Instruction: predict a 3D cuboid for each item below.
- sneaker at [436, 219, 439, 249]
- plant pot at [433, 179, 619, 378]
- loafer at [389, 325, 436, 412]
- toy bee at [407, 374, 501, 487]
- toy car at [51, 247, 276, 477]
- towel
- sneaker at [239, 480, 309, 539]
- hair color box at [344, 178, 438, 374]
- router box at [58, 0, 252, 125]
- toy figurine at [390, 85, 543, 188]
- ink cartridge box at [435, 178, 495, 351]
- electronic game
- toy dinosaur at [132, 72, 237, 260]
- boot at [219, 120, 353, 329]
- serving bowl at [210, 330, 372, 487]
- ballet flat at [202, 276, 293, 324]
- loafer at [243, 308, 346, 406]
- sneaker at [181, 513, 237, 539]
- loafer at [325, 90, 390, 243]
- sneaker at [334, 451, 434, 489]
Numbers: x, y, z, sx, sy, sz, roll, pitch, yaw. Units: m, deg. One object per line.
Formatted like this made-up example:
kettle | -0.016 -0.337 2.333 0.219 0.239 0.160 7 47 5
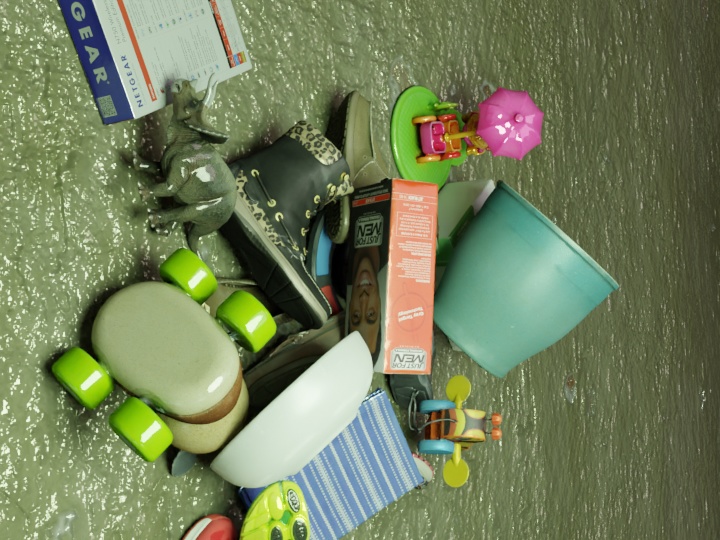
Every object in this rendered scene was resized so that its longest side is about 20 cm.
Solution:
sneaker | 0.057 -0.016 1.196 0.200 0.070 0.076 -52 123 -49
plant pot | 0.189 0.023 1.225 0.188 0.200 0.199 -49 137 8
loafer | 0.065 0.100 1.240 0.202 0.071 0.063 82 20 -47
toy bee | 0.122 0.204 1.206 0.200 0.107 0.133 -19 110 -79
toy car | -0.166 0.114 0.931 0.164 0.157 0.201 -45 151 -22
towel | -0.030 0.239 1.094 0.199 0.024 0.146 -31 116 -16
sneaker | -0.094 0.300 1.021 0.084 0.073 0.203 -110 -157 -62
hair color box | 0.032 0.009 1.053 0.060 0.101 0.203 4 86 -26
router box | -0.207 -0.268 0.950 0.179 0.048 0.203 -36 116 -47
toy figurine | 0.170 -0.189 1.328 0.199 0.182 0.153 -12 98 -52
ink cartridge box | 0.159 -0.005 1.380 0.145 0.083 0.202 -51 126 -40
electronic game | 0.000 0.000 1.209 0.199 0.041 0.203 5 84 -53
toy dinosaur | -0.160 -0.079 0.942 0.077 0.101 0.202 -116 -168 -56
boot | -0.063 -0.054 1.046 0.150 0.073 0.201 -40 92 -30
serving bowl | -0.056 0.152 0.979 0.066 0.200 0.200 46 43 5
ballet flat | -0.128 0.038 1.035 0.199 0.046 0.069 -1 88 -52
loafer | -0.056 0.092 1.107 0.198 0.063 0.072 -20 149 -31
sneaker | -0.140 0.341 0.943 0.078 0.114 0.202 42 56 -42
loafer | -0.003 -0.120 1.158 0.067 0.076 0.203 13 65 -23
sneaker | 0.009 0.240 1.184 0.199 0.080 0.076 23 85 -40
